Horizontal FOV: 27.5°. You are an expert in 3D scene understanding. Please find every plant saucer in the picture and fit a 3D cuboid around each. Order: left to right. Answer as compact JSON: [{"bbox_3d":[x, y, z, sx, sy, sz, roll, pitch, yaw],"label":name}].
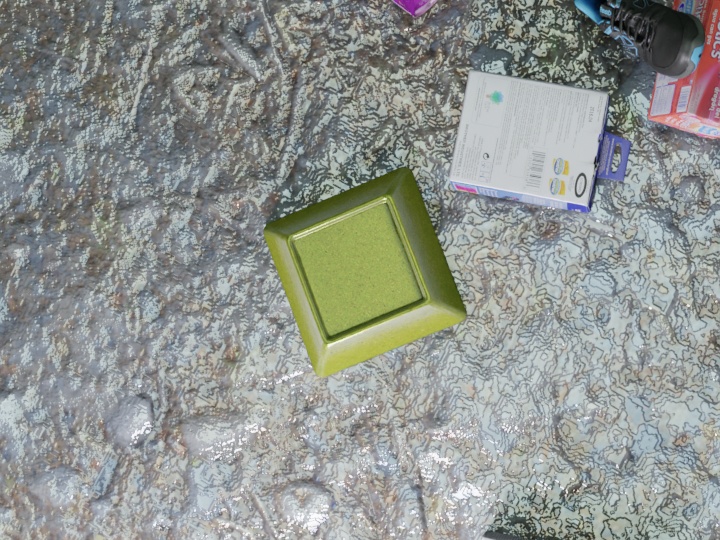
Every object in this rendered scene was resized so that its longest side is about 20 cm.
[{"bbox_3d":[0.000,0.000,1.755,0.198,0.048,0.202,-22,82,7],"label":"plant saucer"}]

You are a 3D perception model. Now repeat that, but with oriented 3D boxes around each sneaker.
[{"bbox_3d":[0.312,-0.271,1.656,0.081,0.200,0.074,8,112,-27],"label":"sneaker"}]

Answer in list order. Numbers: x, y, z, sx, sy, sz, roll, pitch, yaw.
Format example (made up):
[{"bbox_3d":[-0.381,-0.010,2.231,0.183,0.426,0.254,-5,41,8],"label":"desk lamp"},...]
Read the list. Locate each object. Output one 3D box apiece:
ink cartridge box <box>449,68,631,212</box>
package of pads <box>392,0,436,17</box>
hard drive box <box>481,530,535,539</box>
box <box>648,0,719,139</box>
[{"bbox_3d":[0.213,-0.146,1.717,0.198,0.076,0.138,11,88,11],"label":"ink cartridge box"},{"bbox_3d":[0.015,-0.396,1.745,0.200,0.121,0.076,42,87,10],"label":"package of pads"},{"bbox_3d":[0.224,0.395,1.675,0.198,0.077,0.158,11,88,10],"label":"hard drive box"},{"bbox_3d":[0.407,-0.258,1.669,0.094,0.103,0.202,14,87,-16],"label":"box"}]
